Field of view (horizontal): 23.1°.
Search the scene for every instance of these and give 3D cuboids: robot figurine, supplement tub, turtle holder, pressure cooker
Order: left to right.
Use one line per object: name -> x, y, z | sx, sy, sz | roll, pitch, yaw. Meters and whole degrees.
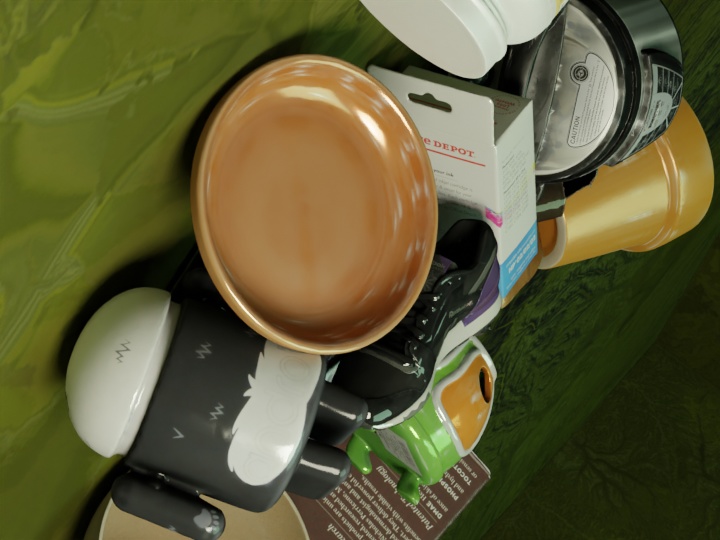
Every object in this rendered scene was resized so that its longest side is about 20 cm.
robot figurine -> -0.100, 0.089, 1.189 | 0.150, 0.200, 0.125 | -85, -162, -61
turtle holder -> 0.036, 0.104, 1.525 | 0.132, 0.141, 0.185 | -41, -166, -16
supplement tub -> 0.094, -0.239, 1.134 | 0.200, 0.145, 0.145 | -50, 165, -10
pressure cooker -> 0.163, -0.161, 1.473 | 0.178, 0.176, 0.200 | -28, 178, 30

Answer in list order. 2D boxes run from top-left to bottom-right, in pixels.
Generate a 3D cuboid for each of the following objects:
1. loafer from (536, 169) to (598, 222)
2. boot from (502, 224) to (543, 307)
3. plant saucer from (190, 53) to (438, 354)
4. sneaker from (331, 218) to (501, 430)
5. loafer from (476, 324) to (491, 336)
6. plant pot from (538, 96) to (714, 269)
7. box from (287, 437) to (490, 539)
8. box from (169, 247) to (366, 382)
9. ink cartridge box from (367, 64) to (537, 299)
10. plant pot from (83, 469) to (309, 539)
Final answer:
loafer -> 0.148, -0.075, 1.564 | 0.200, 0.071, 0.073 | -37, 133, -45
boot -> 0.122, -0.054, 1.685 | 0.188, 0.068, 0.200 | -54, 147, -51
plant saucer -> -0.033, -0.044, 1.183 | 0.037, 0.200, 0.200 | -6, -149, 51
sneaker -> 0.038, 0.031, 1.314 | 0.200, 0.076, 0.088 | -48, 149, -40
loafer -> 0.089, -0.007, 1.607 | 0.063, 0.072, 0.200 | -19, 136, 14
plant pot -> 0.234, -0.094, 1.842 | 0.183, 0.200, 0.200 | -28, 154, -30
box -> -0.020, 0.213, 1.688 | 0.200, 0.164, 0.166 | -46, -170, -24
box -> -0.060, 0.037, 1.353 | 0.197, 0.117, 0.200 | -56, 166, 12
ink cartridge box -> 0.075, -0.086, 1.397 | 0.068, 0.115, 0.200 | -49, 147, -37
plant pot -> -0.157, 0.260, 1.477 | 0.200, 0.200, 0.134 | -41, -175, -40
